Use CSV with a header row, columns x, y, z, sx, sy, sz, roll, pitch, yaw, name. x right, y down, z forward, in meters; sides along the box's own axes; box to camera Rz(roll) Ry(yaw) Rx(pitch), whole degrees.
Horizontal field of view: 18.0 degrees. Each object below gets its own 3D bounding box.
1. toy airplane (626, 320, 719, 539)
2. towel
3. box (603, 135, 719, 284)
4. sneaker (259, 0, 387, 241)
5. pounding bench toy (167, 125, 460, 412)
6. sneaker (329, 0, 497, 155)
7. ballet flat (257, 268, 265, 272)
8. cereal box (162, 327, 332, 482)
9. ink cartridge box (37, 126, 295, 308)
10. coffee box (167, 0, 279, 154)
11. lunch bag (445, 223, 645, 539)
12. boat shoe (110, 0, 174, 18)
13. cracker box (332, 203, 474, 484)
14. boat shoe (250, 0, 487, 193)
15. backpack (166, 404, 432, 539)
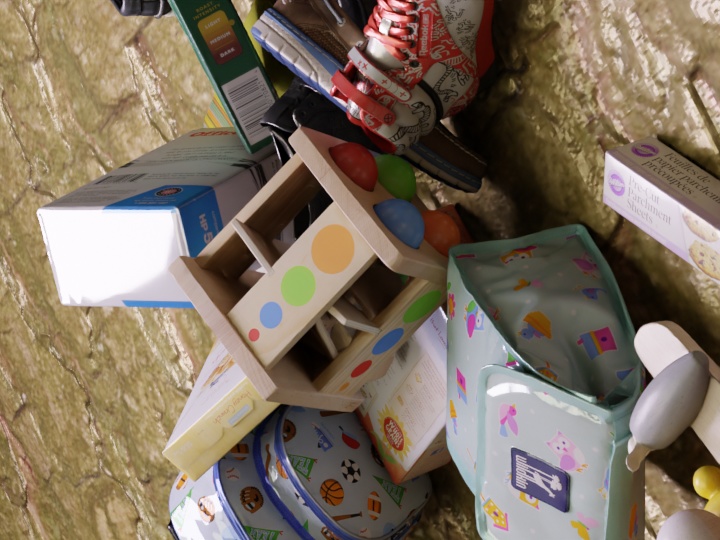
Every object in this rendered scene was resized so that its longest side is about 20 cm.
x,y,z,sx,sy,sz,roll,pitch,yaw,name
0.235,0.135,1.312,0.200,0.141,0.200,19,131,64,toy airplane
-0.082,-0.137,1.863,0.086,0.018,0.200,54,148,17,towel
0.223,-0.018,1.367,0.200,0.039,0.042,41,141,42,box
-0.029,-0.128,1.673,0.060,0.104,0.201,2,110,63,sneaker
0.000,0.000,1.591,0.156,0.200,0.124,-46,65,16,pounding bench toy
0.030,-0.154,1.484,0.067,0.108,0.202,43,165,27,sneaker
-0.069,0.038,1.891,0.069,0.071,0.201,-138,37,-62,ballet flat
-0.076,0.064,1.760,0.040,0.200,0.144,43,112,-10,cereal box
-0.128,-0.045,1.772,0.145,0.200,0.085,0,110,36,ink cartridge box
-0.118,-0.197,1.727,0.201,0.044,0.123,63,179,-27,coffee box
0.128,0.095,1.489,0.200,0.121,0.171,-115,20,-52,lunch bag
-0.226,-0.283,1.967,0.200,0.066,0.075,53,149,28,boat shoe
0.047,0.059,1.713,0.134,0.057,0.200,61,152,17,cracker box
0.018,-0.135,1.605,0.200,0.072,0.072,39,-179,4,boat shoe
-0.050,0.184,1.799,0.200,0.190,0.154,46,136,1,backpack
